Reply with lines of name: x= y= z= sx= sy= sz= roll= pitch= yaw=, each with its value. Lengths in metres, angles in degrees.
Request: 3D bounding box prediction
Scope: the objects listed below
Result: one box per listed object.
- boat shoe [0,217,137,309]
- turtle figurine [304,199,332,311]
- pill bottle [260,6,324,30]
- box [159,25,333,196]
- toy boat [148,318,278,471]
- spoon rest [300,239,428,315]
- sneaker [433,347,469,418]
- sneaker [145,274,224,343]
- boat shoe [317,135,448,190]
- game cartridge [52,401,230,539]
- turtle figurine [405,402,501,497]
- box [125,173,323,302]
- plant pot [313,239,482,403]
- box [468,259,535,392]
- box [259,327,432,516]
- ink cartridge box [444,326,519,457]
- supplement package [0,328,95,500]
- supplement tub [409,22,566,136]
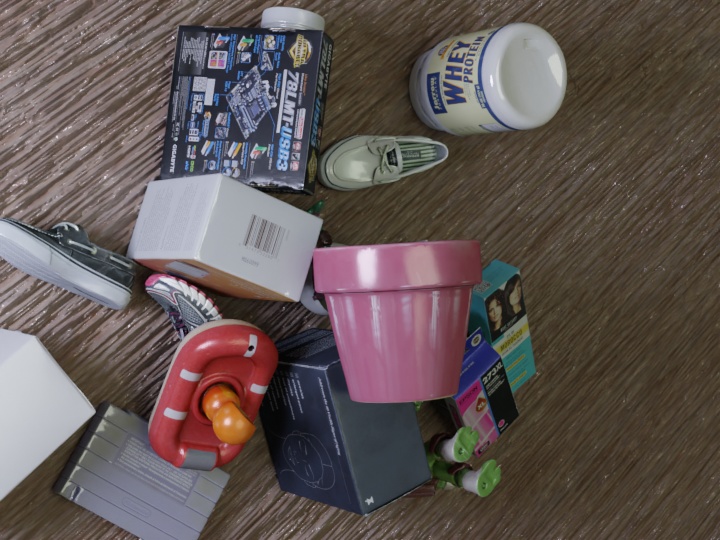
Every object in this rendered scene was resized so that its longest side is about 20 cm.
boat shoe: x=-0.352 y=-0.022 z=1.417 sx=0.200 sy=0.072 sz=0.071 roll=34 pitch=63 yaw=-41
turtle figurine: x=-0.021 y=0.008 z=1.563 sx=0.100 sy=0.150 sz=0.201 roll=-35 pitch=96 yaw=1
pill bottle: x=-0.099 y=-0.232 z=1.552 sx=0.108 sy=0.108 sz=0.201 roll=10 pitch=86 yaw=-34
box: x=-0.142 y=-0.199 z=1.479 sx=0.050 sy=0.197 sz=0.201 roll=19 pitch=77 yaw=-72
toy boat: x=-0.165 y=0.162 z=1.438 sx=0.130 sy=0.131 sz=0.201 roll=13 pitch=105 yaw=-34
spoon rest: x=0.000 y=0.000 z=1.666 sx=0.199 sy=0.061 sz=0.100 roll=-14 pitch=98 yaw=-20
sneaker: x=0.135 y=0.125 z=1.727 sx=0.080 sy=0.070 sz=0.201 roll=-53 pitch=146 yaw=-36
sneaker: x=-0.204 y=0.086 z=1.505 sx=0.075 sy=0.080 sz=0.200 roll=-46 pitch=115 yaw=-22
boat shoe: x=0.034 y=-0.160 z=1.669 sx=0.199 sy=0.067 sz=0.074 roll=-19 pitch=101 yaw=-33
game cartridge: x=-0.269 y=0.263 z=1.494 sx=0.200 sy=0.038 sz=0.130 roll=38 pitch=67 yaw=-29
turtle figurine: x=0.114 y=0.239 z=1.661 sx=0.199 sy=0.193 sz=0.145 roll=-8 pitch=93 yaw=-37
box: x=-0.168 y=-0.037 z=1.453 sx=0.152 sy=0.200 sz=0.107 roll=23 pitch=78 yaw=-32
plant pot: x=0.046 y=0.058 z=1.396 sx=0.199 sy=0.200 sz=0.180 roll=-3 pitch=89 yaw=-34
box: x=0.205 y=0.090 z=1.766 sx=0.082 sy=0.049 sz=0.201 roll=-37 pitch=131 yaw=-28
box: x=-0.031 y=0.190 z=1.556 sx=0.123 sy=0.196 sz=0.201 roll=-21 pitch=103 yaw=-32
ink cartridge box: x=0.168 y=0.176 z=1.702 sx=0.095 sy=0.037 sz=0.201 roll=-42 pitch=137 yaw=-17
supplement package: x=-0.421 y=0.176 z=1.333 sx=0.200 sy=0.121 sz=0.120 roll=-44 pitch=115 yaw=-24
supplement tub: x=0.175 y=-0.265 z=1.683 sx=0.144 sy=0.200 sz=0.146 roll=-1 pitch=92 yaw=-34
